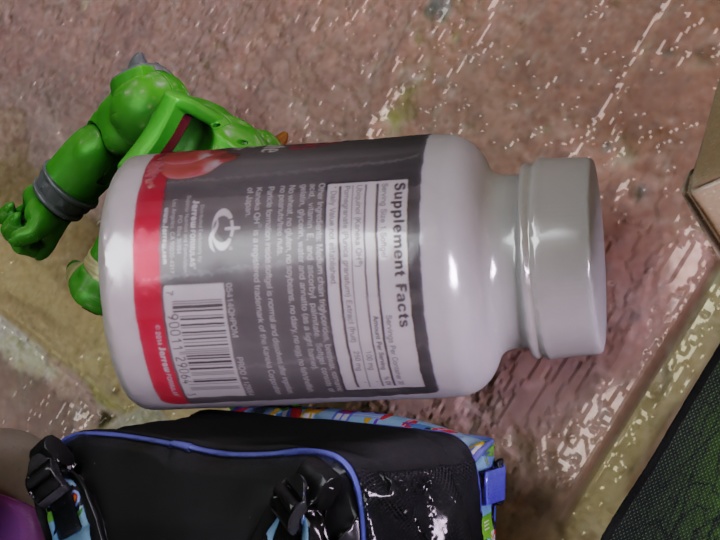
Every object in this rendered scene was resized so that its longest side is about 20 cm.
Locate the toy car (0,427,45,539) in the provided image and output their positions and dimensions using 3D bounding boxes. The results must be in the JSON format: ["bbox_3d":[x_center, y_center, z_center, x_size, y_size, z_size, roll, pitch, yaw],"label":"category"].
[{"bbox_3d":[-0.189,0.141,0.944,0.150,0.200,0.175,18,66,37],"label":"toy car"}]

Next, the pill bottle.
[{"bbox_3d":[0.000,0.000,0.885,0.200,0.111,0.111,-3,65,10],"label":"pill bottle"}]

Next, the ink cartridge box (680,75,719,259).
[{"bbox_3d":[0.214,-0.076,0.745,0.165,0.075,0.200,-24,21,29],"label":"ink cartridge box"}]

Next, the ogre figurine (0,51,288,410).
[{"bbox_3d":[-0.085,-0.023,1.006,0.200,0.098,0.120,41,109,54],"label":"ogre figurine"}]

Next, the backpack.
[{"bbox_3d":[-0.033,0.161,0.850,0.182,0.134,0.200,0,93,39],"label":"backpack"}]

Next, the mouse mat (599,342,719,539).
[{"bbox_3d":[0.189,0.062,0.775,0.161,0.008,0.200,18,67,40],"label":"mouse mat"}]
